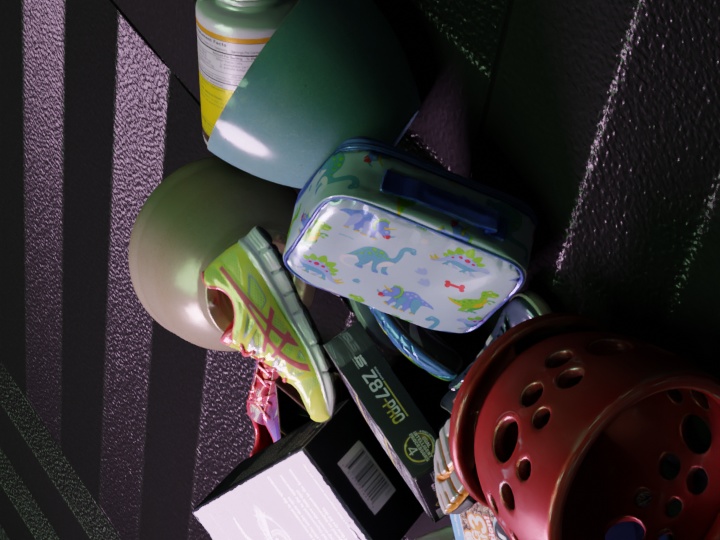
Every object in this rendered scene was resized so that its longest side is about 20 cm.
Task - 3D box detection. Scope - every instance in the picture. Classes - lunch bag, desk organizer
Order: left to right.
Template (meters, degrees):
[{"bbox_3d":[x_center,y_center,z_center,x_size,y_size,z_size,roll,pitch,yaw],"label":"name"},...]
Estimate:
[{"bbox_3d":[-0.062,0.211,1.944,0.071,0.077,0.202,9,125,17],"label":"desk organizer"},{"bbox_3d":[0.044,-0.029,1.506,0.161,0.198,0.083,128,159,-57],"label":"lunch bag"}]

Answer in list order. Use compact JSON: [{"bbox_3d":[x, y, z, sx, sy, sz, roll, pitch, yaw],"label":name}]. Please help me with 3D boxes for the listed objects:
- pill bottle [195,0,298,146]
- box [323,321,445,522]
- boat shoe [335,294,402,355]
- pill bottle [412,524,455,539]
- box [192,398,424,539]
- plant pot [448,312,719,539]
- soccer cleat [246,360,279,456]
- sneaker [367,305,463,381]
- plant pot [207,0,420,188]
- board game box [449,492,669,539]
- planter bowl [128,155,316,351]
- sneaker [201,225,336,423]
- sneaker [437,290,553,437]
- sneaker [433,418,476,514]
[{"bbox_3d":[-0.106,-0.213,1.707,0.109,0.108,0.202,40,141,41],"label":"pill bottle"},{"bbox_3d":[0.036,0.152,1.707,0.162,0.049,0.200,54,175,21],"label":"box"},{"bbox_3d":[-0.002,0.001,1.720,0.200,0.073,0.068,57,155,15],"label":"boat shoe"},{"bbox_3d":[0.110,0.363,1.747,0.109,0.109,0.202,-19,93,62],"label":"pill bottle"},{"bbox_3d":[-0.055,0.252,1.842,0.199,0.104,0.149,-31,97,40],"label":"box"},{"bbox_3d":[0.179,0.139,1.378,0.182,0.199,0.202,35,138,51],"label":"plant pot"},{"bbox_3d":[-0.097,0.132,1.979,0.068,0.073,0.202,35,138,45],"label":"soccer cleat"},{"bbox_3d":[0.043,0.013,1.634,0.201,0.082,0.071,61,-177,22],"label":"sneaker"},{"bbox_3d":[-0.026,-0.149,1.560,0.134,0.201,0.200,37,148,1],"label":"plant pot"},{"bbox_3d":[0.183,0.267,1.563,0.199,0.096,0.161,11,120,57],"label":"board game box"},{"bbox_3d":[-0.121,-0.003,1.767,0.135,0.198,0.202,37,141,59],"label":"planter bowl"},{"bbox_3d":[-0.088,0.063,1.683,0.202,0.090,0.078,64,179,-8],"label":"sneaker"},{"bbox_3d":[0.120,0.100,1.567,0.075,0.084,0.201,50,147,28],"label":"sneaker"},{"bbox_3d":[0.127,0.142,1.519,0.201,0.077,0.079,-59,30,32],"label":"sneaker"}]
